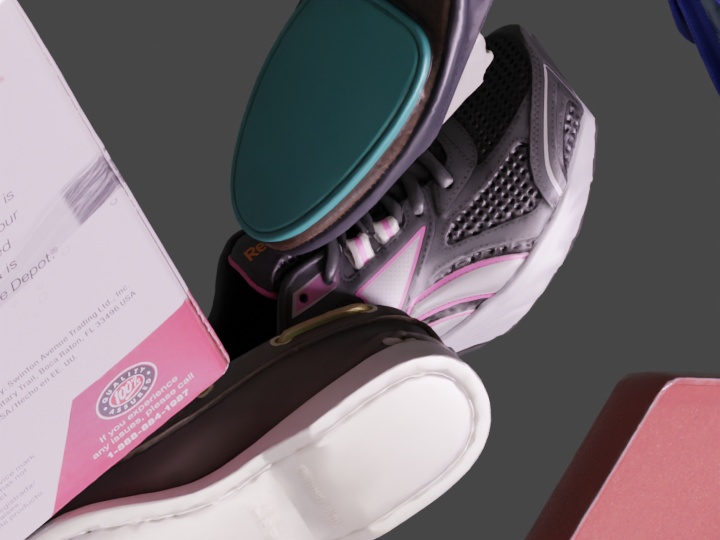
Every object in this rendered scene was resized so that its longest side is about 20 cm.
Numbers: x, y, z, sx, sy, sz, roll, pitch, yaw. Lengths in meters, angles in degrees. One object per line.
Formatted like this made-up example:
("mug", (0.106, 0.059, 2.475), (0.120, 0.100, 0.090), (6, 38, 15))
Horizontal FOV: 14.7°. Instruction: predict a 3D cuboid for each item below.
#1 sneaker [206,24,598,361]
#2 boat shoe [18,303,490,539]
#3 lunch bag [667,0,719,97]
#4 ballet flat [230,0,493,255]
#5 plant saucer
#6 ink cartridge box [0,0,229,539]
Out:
("sneaker", (0.000, 0.000, 0.957), (0.086, 0.080, 0.200), (29, 97, -43))
("boat shoe", (-0.056, 0.077, 0.903), (0.201, 0.060, 0.072), (-29, 123, -7))
("lunch bag", (0.210, -0.103, 1.011), (0.170, 0.127, 0.200), (-37, 114, -4))
("ballet flat", (0.023, -0.091, 0.896), (0.073, 0.073, 0.201), (-2, 124, -45))
("plant saucer", (0.137, 0.120, 1.248), (0.199, 0.037, 0.200), (4, 123, -47))
("ink cartridge box", (-0.141, 0.000, 0.803), (0.146, 0.083, 0.200), (-39, 145, -9))
